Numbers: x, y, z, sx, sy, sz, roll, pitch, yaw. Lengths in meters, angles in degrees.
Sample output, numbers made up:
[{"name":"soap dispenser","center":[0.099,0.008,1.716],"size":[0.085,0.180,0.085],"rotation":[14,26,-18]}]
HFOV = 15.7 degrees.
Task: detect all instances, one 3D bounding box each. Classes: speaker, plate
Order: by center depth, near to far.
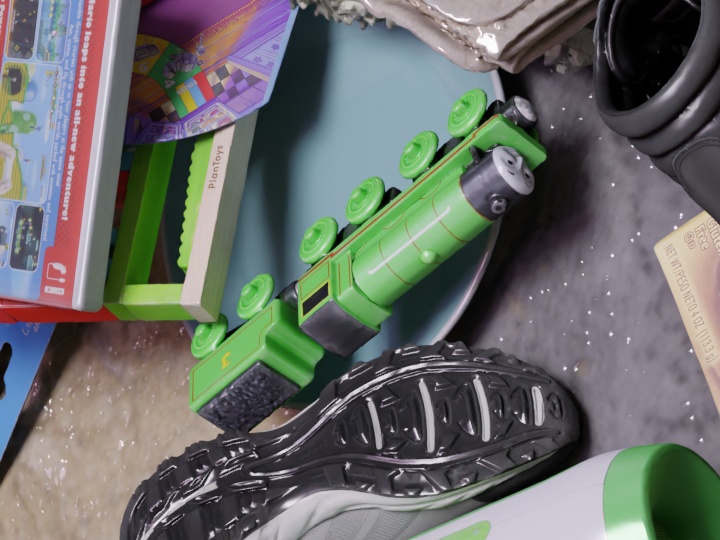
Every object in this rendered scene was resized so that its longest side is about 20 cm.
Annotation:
[{"name":"speaker","center":[0.052,0.135,1.009],"size":[0.200,0.088,0.089],"rotation":[-27,65,34]},{"name":"plate","center":[-0.009,-0.037,1.140],"size":[0.200,0.026,0.201],"rotation":[-10,75,40]}]

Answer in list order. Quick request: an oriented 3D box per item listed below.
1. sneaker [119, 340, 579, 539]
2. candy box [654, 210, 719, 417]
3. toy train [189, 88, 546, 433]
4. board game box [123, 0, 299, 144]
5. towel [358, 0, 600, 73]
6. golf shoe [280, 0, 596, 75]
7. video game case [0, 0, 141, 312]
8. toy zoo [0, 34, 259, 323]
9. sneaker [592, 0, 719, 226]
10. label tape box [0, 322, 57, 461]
[{"name":"sneaker","center":[0.001,0.091,1.083],"size":[0.200,0.079,0.074],"rotation":[-22,49,19]},{"name":"candy box","center":[0.211,-0.007,0.926],"size":[0.200,0.055,0.116],"rotation":[-36,59,31]},{"name":"toy train","center":[0.000,0.000,1.072],"size":[0.200,0.042,0.057],"rotation":[-40,31,28]},{"name":"board game box","center":[-0.099,-0.155,1.137],"size":[0.157,0.039,0.201],"rotation":[13,70,11]},{"name":"towel","center":[0.036,-0.160,1.024],"size":[0.132,0.035,0.200],"rotation":[-33,56,-19]},{"name":"golf shoe","center":[0.024,-0.151,1.081],"size":[0.199,0.078,0.097],"rotation":[17,68,12]},{"name":"video game case","center":[-0.187,-0.065,1.134],"size":[0.199,0.017,0.144],"rotation":[8,91,32]},{"name":"toy zoo","center":[-0.144,-0.039,1.158],"size":[0.199,0.020,0.132],"rotation":[-1,65,24]},{"name":"sneaker","center":[0.137,-0.097,0.936],"size":[0.071,0.099,0.200],"rotation":[-33,31,37]},{"name":"label tape box","center":[-0.240,0.011,1.285],"size":[0.200,0.063,0.145],"rotation":[45,122,38]}]
